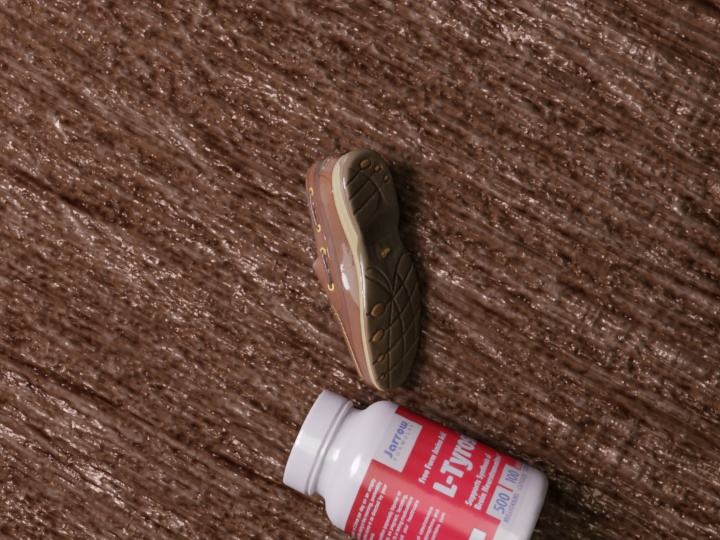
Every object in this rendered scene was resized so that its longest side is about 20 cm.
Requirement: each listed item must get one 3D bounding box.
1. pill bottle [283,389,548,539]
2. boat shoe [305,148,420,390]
[{"bbox_3d":[0.043,0.177,1.014,0.198,0.112,0.113,24,99,7],"label":"pill bottle"},{"bbox_3d":[0.000,0.000,1.035,0.067,0.072,0.203,0,106,44],"label":"boat shoe"}]
